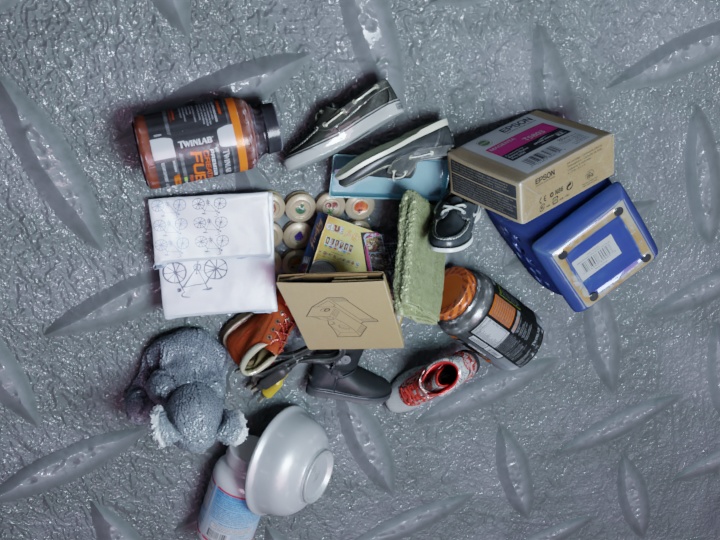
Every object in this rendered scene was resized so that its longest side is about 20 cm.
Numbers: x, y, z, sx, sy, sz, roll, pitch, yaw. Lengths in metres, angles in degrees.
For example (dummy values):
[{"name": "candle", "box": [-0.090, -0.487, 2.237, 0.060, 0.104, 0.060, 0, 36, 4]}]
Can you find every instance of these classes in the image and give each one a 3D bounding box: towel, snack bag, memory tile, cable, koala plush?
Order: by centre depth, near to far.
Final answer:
[{"name": "snack bag", "box": [-0.225, -0.020, 1.346, 0.188, 0.021, 0.200, -4, 106, -11]}, {"name": "towel", "box": [0.094, -0.017, 1.384, 0.036, 0.200, 0.148, -1, 168, 27]}, {"name": "koala plush", "box": [-0.273, 0.211, 1.391, 0.177, 0.200, 0.184, 9, 116, -22]}, {"name": "memory tile", "box": [-0.077, -0.058, 1.409, 0.200, 0.017, 0.154, -2, 120, -17]}, {"name": "cable", "box": [-0.124, 0.149, 1.485, 0.200, 0.050, 0.097, -31, 108, 11]}]

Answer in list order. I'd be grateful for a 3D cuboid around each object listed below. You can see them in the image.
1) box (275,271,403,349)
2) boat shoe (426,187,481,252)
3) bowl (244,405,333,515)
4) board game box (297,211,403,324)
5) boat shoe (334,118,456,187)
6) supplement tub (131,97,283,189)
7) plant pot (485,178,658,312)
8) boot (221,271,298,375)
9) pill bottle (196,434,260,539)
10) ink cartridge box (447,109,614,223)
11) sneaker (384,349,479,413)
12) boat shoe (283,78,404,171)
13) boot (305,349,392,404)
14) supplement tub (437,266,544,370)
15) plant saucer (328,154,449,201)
[{"name": "box", "box": [-0.027, 0.066, 1.353, 0.163, 0.021, 0.200, -2, 146, 12]}, {"name": "boat shoe", "box": [0.148, -0.089, 1.371, 0.075, 0.200, 0.060, 4, 116, 12]}, {"name": "bowl", "box": [-0.108, 0.345, 1.522, 0.090, 0.201, 0.201, 16, 123, 24]}, {"name": "board game box", "box": [0.000, 0.000, 1.410, 0.200, 0.035, 0.136, 19, 90, -33]}, {"name": "boat shoe", "box": [0.057, -0.167, 1.335, 0.200, 0.072, 0.068, -25, 105, -15]}, {"name": "supplement tub", "box": [-0.214, -0.185, 1.236, 0.200, 0.107, 0.107, -13, 122, -10]}, {"name": "plant pot", "box": [0.360, -0.063, 1.450, 0.200, 0.180, 0.200, -37, 124, 5]}, {"name": "boot", "box": [-0.131, 0.088, 1.420, 0.200, 0.107, 0.075, -41, 128, 6]}, {"name": "pill bottle", "box": [-0.221, 0.400, 1.573, 0.109, 0.109, 0.200, 10, 116, -23]}, {"name": "ink cartridge box", "box": [0.259, -0.163, 1.334, 0.200, 0.165, 0.075, -29, 127, -25]}, {"name": "sneaker", "box": [0.108, 0.202, 1.541, 0.201, 0.108, 0.067, -30, 82, 23]}, {"name": "boat shoe", "box": [-0.034, -0.216, 1.307, 0.200, 0.071, 0.064, -29, 92, 9]}, {"name": "boot", "box": [0.001, 0.132, 1.522, 0.165, 0.066, 0.200, 5, 113, -23]}, {"name": "supplement tub", "box": [0.216, 0.082, 1.522, 0.200, 0.123, 0.123, 35, 104, -30]}, {"name": "plant saucer", "box": [0.046, -0.148, 1.389, 0.200, 0.019, 0.070, 0, 111, -20]}]
